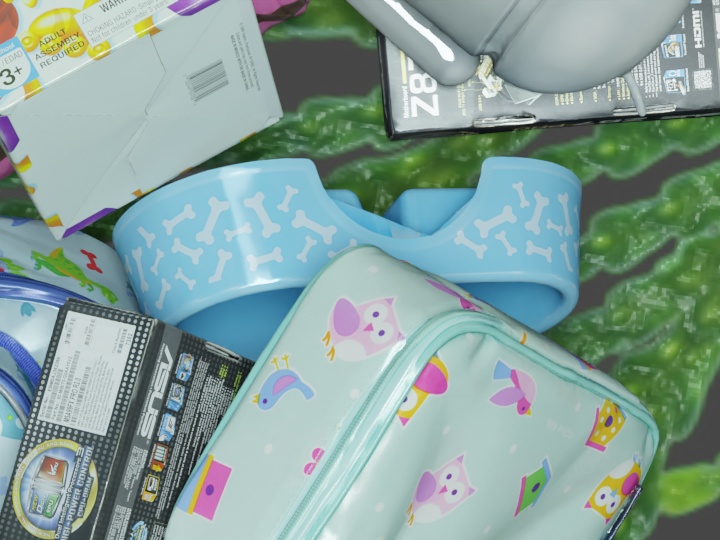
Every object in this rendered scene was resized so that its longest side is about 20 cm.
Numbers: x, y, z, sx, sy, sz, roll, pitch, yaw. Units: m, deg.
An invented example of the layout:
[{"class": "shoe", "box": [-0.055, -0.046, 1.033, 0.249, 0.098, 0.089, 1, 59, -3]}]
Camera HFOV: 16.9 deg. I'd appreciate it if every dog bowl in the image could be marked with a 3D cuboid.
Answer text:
[{"class": "dog bowl", "box": [0.000, 0.000, 0.982, 0.199, 0.111, 0.050, -1, 68, -23]}]

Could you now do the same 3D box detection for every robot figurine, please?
[{"class": "robot figurine", "box": [0.055, -0.148, 0.957, 0.200, 0.113, 0.170, 38, 131, 1]}]

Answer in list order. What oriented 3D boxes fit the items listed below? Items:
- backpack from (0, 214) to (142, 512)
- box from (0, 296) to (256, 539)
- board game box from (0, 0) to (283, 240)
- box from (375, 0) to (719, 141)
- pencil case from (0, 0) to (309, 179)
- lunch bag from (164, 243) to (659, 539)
[{"class": "backpack", "box": [-0.177, 0.070, 0.972, 0.199, 0.147, 0.184, 7, 110, -10]}, {"class": "box", "box": [-0.082, 0.126, 0.924, 0.044, 0.160, 0.201, 11, 82, 28]}, {"class": "board game box", "box": [-0.126, -0.132, 0.923, 0.103, 0.105, 0.201, -29, 65, -7]}, {"class": "box", "box": [0.082, -0.161, 1.038, 0.160, 0.049, 0.201, -6, 90, -4]}, {"class": "pencil case", "box": [-0.124, -0.107, 1.016, 0.199, 0.091, 0.094, -25, 54, -3]}, {"class": "lunch bag", "box": [0.024, 0.091, 0.934, 0.077, 0.200, 0.161, 32, 91, 37]}]
